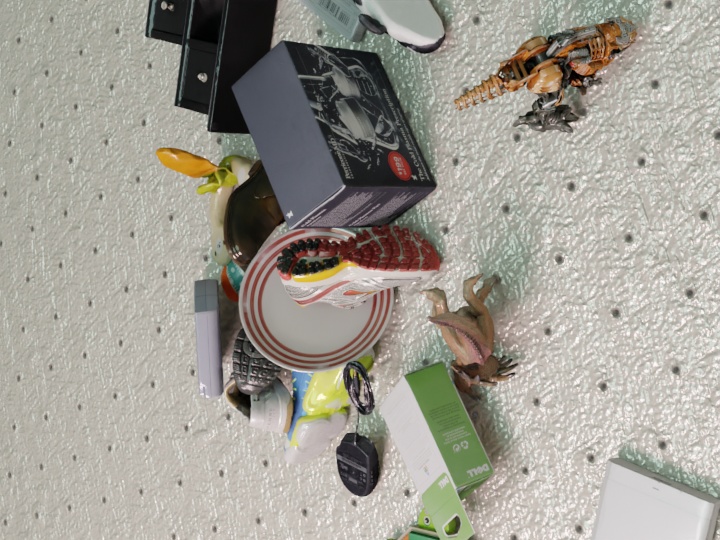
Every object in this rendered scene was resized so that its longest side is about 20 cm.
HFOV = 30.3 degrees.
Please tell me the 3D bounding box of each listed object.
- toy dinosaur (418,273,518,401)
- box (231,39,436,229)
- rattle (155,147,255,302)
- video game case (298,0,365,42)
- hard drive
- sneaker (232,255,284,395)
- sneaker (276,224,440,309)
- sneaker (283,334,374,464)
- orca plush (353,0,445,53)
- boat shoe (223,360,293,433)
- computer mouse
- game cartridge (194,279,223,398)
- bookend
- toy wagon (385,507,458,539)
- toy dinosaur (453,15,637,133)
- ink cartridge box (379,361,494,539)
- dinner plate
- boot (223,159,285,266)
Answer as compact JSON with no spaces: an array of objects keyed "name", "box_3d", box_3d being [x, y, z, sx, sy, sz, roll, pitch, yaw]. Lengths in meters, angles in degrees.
[{"name":"toy dinosaur","box_3d":[0.127,0.080,1.514,0.085,0.200,0.138,-14,84,10]},{"name":"box","box_3d":[-0.031,-0.160,1.610,0.104,0.181,0.202,-35,71,36]},{"name":"rattle","box_3d":[-0.206,-0.055,1.794,0.129,0.142,0.203,22,106,38]},{"name":"video game case","box_3d":[-0.033,-0.422,1.702,0.200,0.022,0.184,42,118,32]},{"name":"hard drive","box_3d":[0.309,0.323,1.450,0.131,0.026,0.203,19,104,38]},{"name":"sneaker","box_3d":[-0.117,0.071,1.735,0.091,0.075,0.202,111,177,-68]},{"name":"sneaker","box_3d":[0.000,0.000,1.637,0.197,0.083,0.079,-5,45,8]},{"name":"sneaker","box_3d":[-0.058,0.151,1.729,0.105,0.075,0.201,45,112,32]},{"name":"orca plush","box_3d":[0.016,-0.319,1.626,0.198,0.106,0.071,26,151,6]},{"name":"boat shoe","box_3d":[-0.149,0.155,1.762,0.200,0.068,0.072,-143,59,-64]},{"name":"computer mouse","box_3d":[0.001,0.199,1.670,0.058,0.034,0.202,24,127,33]},{"name":"game cartridge","box_3d":[-0.204,0.082,1.788,0.200,0.040,0.135,-124,28,-78]},{"name":"bookend","box_3d":[-0.224,-0.307,1.825,0.198,0.091,0.202,20,106,39]},{"name":"toy wagon","box_3d":[0.089,0.371,1.633,0.154,0.039,0.203,5,96,40]},{"name":"toy dinosaur","box_3d":[0.197,-0.221,1.436,0.197,0.136,0.104,-1,73,-1]},{"name":"ink cartridge box","box_3d":[0.100,0.223,1.578,0.202,0.059,0.104,65,154,18]},{"name":"dinner plate","box_3d":[-0.055,0.036,1.680,0.197,0.024,0.203,-2,67,6]},{"name":"boot","box_3d":[-0.108,-0.092,1.697,0.096,0.201,0.075,-19,125,31]}]
